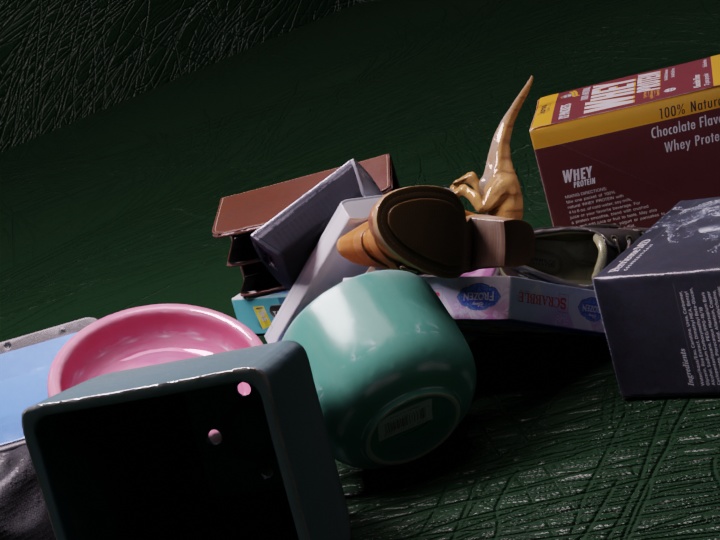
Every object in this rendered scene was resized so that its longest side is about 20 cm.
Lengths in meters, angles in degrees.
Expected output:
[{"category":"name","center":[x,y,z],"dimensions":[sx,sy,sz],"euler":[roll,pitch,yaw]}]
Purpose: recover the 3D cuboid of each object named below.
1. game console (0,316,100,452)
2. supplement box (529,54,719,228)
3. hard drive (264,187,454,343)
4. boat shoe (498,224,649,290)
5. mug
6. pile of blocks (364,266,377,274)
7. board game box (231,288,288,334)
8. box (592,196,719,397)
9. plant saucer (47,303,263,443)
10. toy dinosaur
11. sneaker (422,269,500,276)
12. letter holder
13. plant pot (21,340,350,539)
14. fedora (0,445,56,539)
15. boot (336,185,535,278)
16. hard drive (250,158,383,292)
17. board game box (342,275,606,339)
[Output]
[{"category":"game console","center":[-0.334,0.144,1.758],"dimensions":[0.200,0.116,0.176],"euler":[-17,15,-1]},{"category":"supplement box","center":[0.287,-0.083,1.771],"dimensions":[0.197,0.200,0.133],"euler":[-12,16,13]},{"category":"hard drive","center":[0.000,0.000,1.742],"dimensions":[0.132,0.027,0.200],"euler":[-9,-34,-35]},{"category":"boat shoe","center":[0.227,-0.007,1.692],"dimensions":[0.201,0.072,0.066],"euler":[2,-5,10]},{"category":"mug","center":[0.011,0.104,1.520],"dimensions":[0.152,0.185,0.114],"euler":[14,33,-43]},{"category":"pile of blocks","center":[-0.025,0.087,1.630],"dimensions":[0.200,0.062,0.082],"euler":[-51,0,31]},{"category":"board game box","center":[-0.019,0.019,2.011],"dimensions":[0.200,0.047,0.151],"euler":[-4,19,37]},{"category":"box","center":[0.336,0.015,1.540],"dimensions":[0.200,0.117,0.197],"euler":[-6,18,36]},{"category":"plant saucer","center":[-0.179,0.109,1.625],"dimensions":[0.200,0.051,0.201],"euler":[-1,37,1]},{"category":"toy dinosaur","center":[0.135,-0.084,1.795],"dimensions":[0.106,0.200,0.060],"euler":[-6,-7,22]},{"category":"sneaker","center":[0.068,0.005,1.872],"dimensions":[0.200,0.088,0.081],"euler":[12,66,34]},{"category":"letter holder","center":[-0.050,-0.039,1.972],"dimensions":[0.200,0.101,0.142],"euler":[-15,17,5]},{"category":"plant pot","center":[-0.109,0.152,1.387],"dimensions":[0.196,0.196,0.200],"euler":[-11,11,18]},{"category":"fedora","center":[-0.309,0.210,1.542],"dimensions":[0.201,0.092,0.201],"euler":[-15,15,4]},{"category":"boot","center":[0.036,-0.033,1.568],"dimensions":[0.155,0.077,0.200],"euler":[1,2,42]},{"category":"hard drive","center":[-0.026,-0.027,1.763],"dimensions":[0.135,0.042,0.200],"euler":[-37,-21,-1]},{"category":"board game box","center":[0.121,0.035,1.663],"dimensions":[0.199,0.041,0.200],"euler":[-1,-7,44]}]
